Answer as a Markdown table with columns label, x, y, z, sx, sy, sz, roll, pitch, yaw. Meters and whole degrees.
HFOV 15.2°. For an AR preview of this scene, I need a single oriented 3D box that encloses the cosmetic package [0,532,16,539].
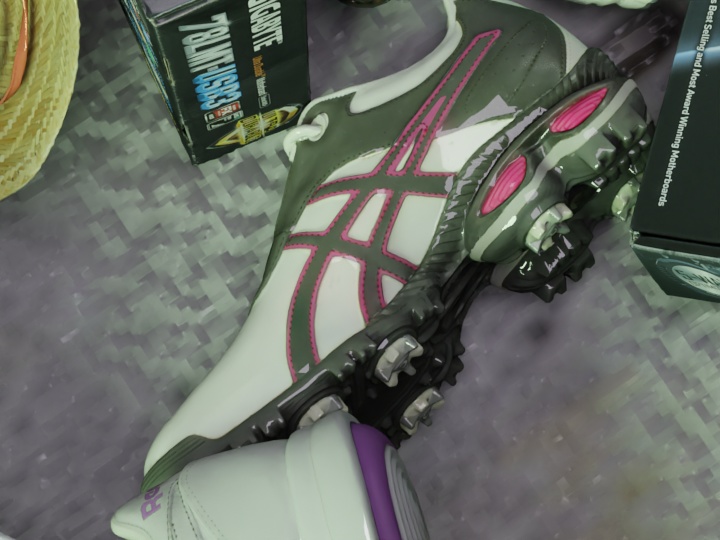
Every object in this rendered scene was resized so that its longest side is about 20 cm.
| label | x | y | z | sx | sy | sz | roll | pitch | yaw |
| --- | --- | --- | --- | --- | --- | --- | --- | --- | --- |
| cosmetic package | -0.049 | 0.160 | 0.791 | 0.199 | 0.074 | 0.102 | 25 | 81 | 1 |

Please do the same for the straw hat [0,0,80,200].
| label | x | y | z | sx | sy | sz | roll | pitch | yaw |
| --- | --- | --- | --- | --- | --- | --- | --- | --- | --- |
| straw hat | -0.143 | -0.118 | 0.819 | 0.201 | 0.201 | 0.085 | 43 | 43 | 5 |

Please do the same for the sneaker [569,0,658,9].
| label | x | y | z | sx | sy | sz | roll | pitch | yaw |
| --- | --- | --- | --- | --- | --- | --- | --- | --- | --- |
| sneaker | 0.084 | -0.173 | 0.803 | 0.079 | 0.078 | 0.201 | 15 | 114 | -6 |

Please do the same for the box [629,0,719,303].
| label | x | y | z | sx | sy | sz | roll | pitch | yaw |
| --- | --- | --- | --- | --- | --- | --- | --- | --- | --- |
| box | 0.181 | -0.080 | 0.803 | 0.159 | 0.044 | 0.201 | 10 | 73 | 26 |

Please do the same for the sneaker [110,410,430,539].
| label | x | y | z | sx | sy | sz | roll | pitch | yaw |
| --- | --- | --- | --- | --- | --- | --- | --- | --- | --- |
| sneaker | -0.016 | 0.145 | 0.732 | 0.099 | 0.075 | 0.202 | -14 | 76 | 9 |

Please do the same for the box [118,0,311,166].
| label | x | y | z | sx | sy | sz | roll | pitch | yaw |
| --- | --- | --- | --- | --- | --- | --- | --- | --- | --- |
| box | -0.072 | -0.143 | 0.772 | 0.049 | 0.199 | 0.201 | -23 | 82 | -3 |

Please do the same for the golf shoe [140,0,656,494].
| label | x | y | z | sx | sy | sz | roll | pitch | yaw |
| --- | --- | --- | --- | --- | --- | --- | --- | --- | --- |
| golf shoe | 0.000 | 0.000 | 0.825 | 0.200 | 0.077 | 0.088 | -42 | 68 | -12 |

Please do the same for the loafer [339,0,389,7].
| label | x | y | z | sx | sy | sz | roll | pitch | yaw |
| --- | --- | --- | --- | --- | --- | --- | --- | --- | --- |
| loafer | -0.001 | -0.176 | 0.797 | 0.072 | 0.072 | 0.201 | -9 | 113 | 3 |
